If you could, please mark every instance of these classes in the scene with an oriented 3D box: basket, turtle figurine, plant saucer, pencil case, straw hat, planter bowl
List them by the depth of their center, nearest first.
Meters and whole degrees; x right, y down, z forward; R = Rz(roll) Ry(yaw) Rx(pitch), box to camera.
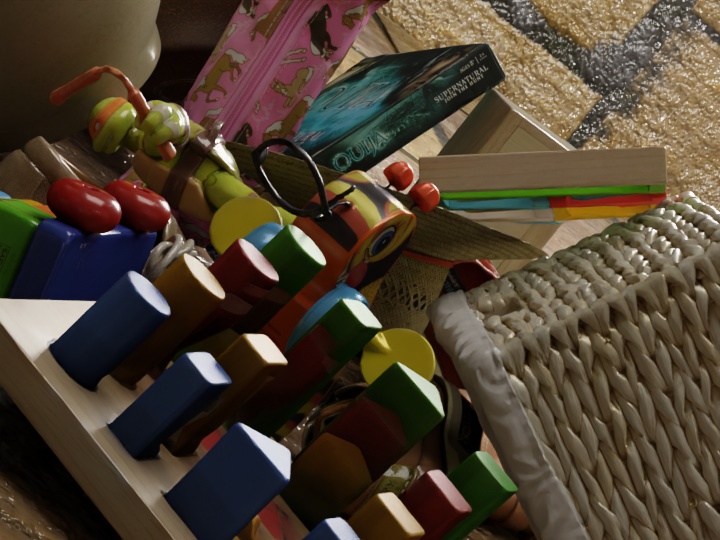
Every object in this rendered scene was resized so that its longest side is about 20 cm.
[{"bbox_3d":[0.149,0.085,1.462,0.198,0.160,0.201,-114,179,-82],"label":"basket"},{"bbox_3d":[-0.086,-0.042,1.508,0.161,0.065,0.200,37,-23,4],"label":"turtle figurine"},{"bbox_3d":[-0.186,-0.150,1.540,0.135,0.199,0.200,63,-4,-31],"label":"planter bowl"},{"bbox_3d":[0.000,0.000,1.585,0.200,0.086,0.201,19,-2,1],"label":"straw hat"},{"bbox_3d":[-0.061,-0.108,1.685,0.083,0.201,0.086,35,-3,-43],"label":"pencil case"},{"bbox_3d":[-0.109,-0.127,1.793,0.200,0.199,0.037,24,58,-54],"label":"plant saucer"}]

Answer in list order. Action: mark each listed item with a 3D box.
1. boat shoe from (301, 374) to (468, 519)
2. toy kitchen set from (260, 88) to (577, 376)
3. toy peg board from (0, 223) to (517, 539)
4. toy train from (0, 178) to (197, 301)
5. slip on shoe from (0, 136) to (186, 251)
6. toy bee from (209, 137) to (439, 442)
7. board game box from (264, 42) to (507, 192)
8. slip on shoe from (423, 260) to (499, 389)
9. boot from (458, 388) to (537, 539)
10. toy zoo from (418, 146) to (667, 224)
[{"bbox_3d":[0.009,0.082,1.448,0.068,0.072,0.200,30,7,-13],"label":"boat shoe"},{"bbox_3d":[0.062,-0.029,1.834,0.163,0.181,0.200,33,10,-31],"label":"toy kitchen set"},{"bbox_3d":[-0.037,0.066,1.197,0.200,0.098,0.199,49,12,13],"label":"toy peg board"},{"bbox_3d":[-0.152,-0.017,1.333,0.115,0.085,0.200,26,7,12],"label":"toy train"},{"bbox_3d":[-0.111,-0.005,1.446,0.200,0.061,0.076,31,12,-35],"label":"slip on shoe"},{"bbox_3d":[-0.007,0.002,1.361,0.108,0.200,0.131,-33,85,-36],"label":"toy bee"},{"bbox_3d":[-0.006,-0.094,1.784,0.028,0.135,0.200,60,-18,-13],"label":"board game box"},{"bbox_3d":[0.086,0.063,1.711,0.201,0.074,0.061,60,-1,-18],"label":"slip on shoe"},{"bbox_3d":[0.128,0.142,1.615,0.155,0.077,0.200,22,29,-33],"label":"boot"},{"bbox_3d":[0.103,-0.044,1.572,0.130,0.021,0.200,-2,-5,6],"label":"toy zoo"}]
